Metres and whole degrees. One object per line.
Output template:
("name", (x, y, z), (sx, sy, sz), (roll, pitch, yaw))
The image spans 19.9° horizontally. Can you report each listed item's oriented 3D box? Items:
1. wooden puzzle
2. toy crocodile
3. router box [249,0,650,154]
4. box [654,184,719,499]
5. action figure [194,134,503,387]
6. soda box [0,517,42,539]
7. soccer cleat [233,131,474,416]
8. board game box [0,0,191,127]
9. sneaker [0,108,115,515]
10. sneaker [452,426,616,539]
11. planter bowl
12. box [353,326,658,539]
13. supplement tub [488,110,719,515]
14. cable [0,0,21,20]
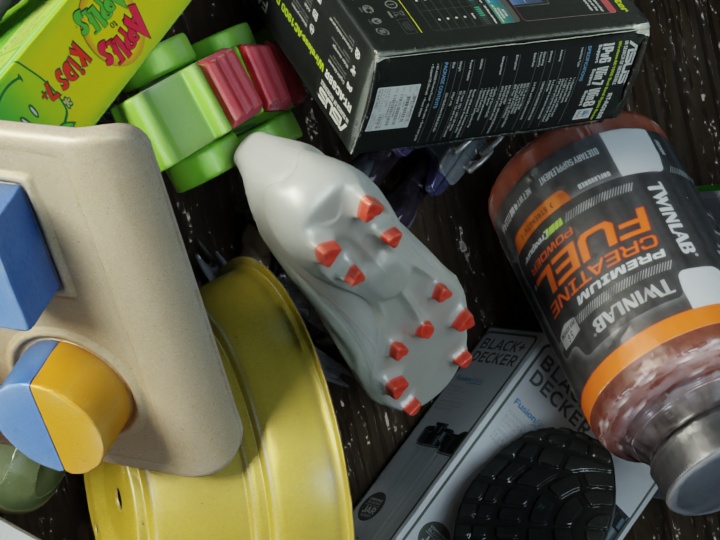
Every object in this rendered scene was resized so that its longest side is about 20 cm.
("wooden puzzle", (-0.163, 0.016, 0.835), (0.046, 0.199, 0.186), (-67, 152, -43))
("toy crocodile", (-0.063, -0.085, 0.982), (0.068, 0.062, 0.200), (64, 22, -3))
("router box", (0.026, -0.148, 1.004), (0.149, 0.200, 0.062), (-9, 137, -26))
("box", (0.233, 0.040, 1.102), (0.096, 0.200, 0.178), (-6, 94, -26))
("action figure", (-0.001, -0.024, 1.053), (0.200, 0.069, 0.130), (-54, 130, -12))
("soda box", (-0.162, 0.161, 0.974), (0.200, 0.063, 0.068), (33, 77, -23))
("soccer cleat", (0.000, 0.000, 0.988), (0.069, 0.078, 0.200), (-43, 145, -8))
("board game box", (-0.150, -0.087, 0.917), (0.048, 0.101, 0.200), (52, 45, -22))
("sneaker", (-0.143, 0.018, 0.968), (0.067, 0.090, 0.201), (14, 83, -26))
("sneaker", (0.077, 0.177, 1.037), (0.075, 0.088, 0.201), (13, 59, 15))
("planter bowl", (-0.077, 0.099, 0.945), (0.083, 0.200, 0.202), (-10, 95, -22))
("box", (0.063, 0.141, 1.092), (0.117, 0.060, 0.200), (46, 71, -20))
("supplement tub", (0.147, 0.022, 1.045), (0.106, 0.107, 0.201), (-6, 53, -27))
("cable", (-0.187, -0.182, 0.916), (0.201, 0.163, 0.051), (-57, 156, 3))
